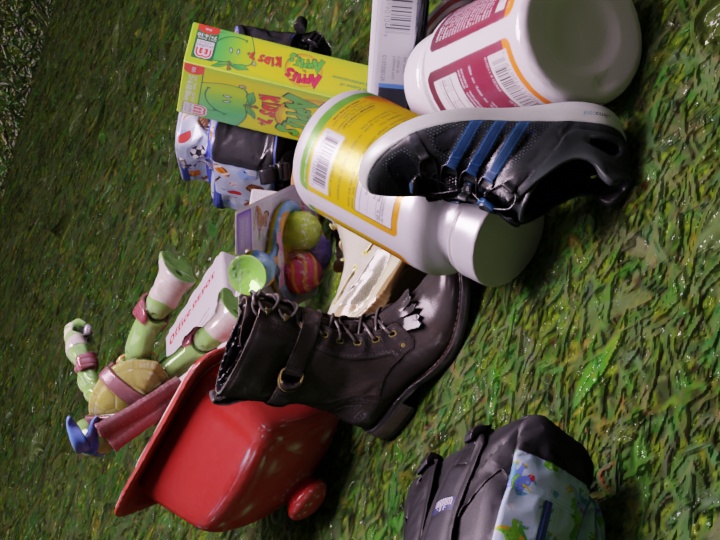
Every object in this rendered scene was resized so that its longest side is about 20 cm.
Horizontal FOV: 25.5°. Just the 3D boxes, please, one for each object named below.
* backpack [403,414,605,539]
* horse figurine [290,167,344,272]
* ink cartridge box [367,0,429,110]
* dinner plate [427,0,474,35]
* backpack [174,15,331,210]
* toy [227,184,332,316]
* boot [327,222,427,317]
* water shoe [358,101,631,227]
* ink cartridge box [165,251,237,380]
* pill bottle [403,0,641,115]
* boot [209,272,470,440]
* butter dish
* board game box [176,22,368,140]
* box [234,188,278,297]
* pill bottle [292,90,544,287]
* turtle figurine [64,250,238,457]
[{"bbox_3d":[0.081,0.220,1.025,0.163,0.154,0.200,-39,16,47],"label":"backpack"},{"bbox_3d":[-0.033,-0.074,1.593,0.200,0.050,0.133,-158,71,-68],"label":"horse figurine"},{"bbox_3d":[0.039,-0.243,1.422,0.200,0.043,0.199,-80,-5,-47],"label":"ink cartridge box"},{"bbox_3d":[0.074,-0.166,1.489,0.200,0.024,0.201,-50,29,41],"label":"dinner plate"},{"bbox_3d":[-0.122,-0.151,1.732,0.191,0.153,0.201,80,-158,-63],"label":"backpack"},{"bbox_3d":[-0.060,-0.014,1.461,0.200,0.047,0.116,-28,-61,-66],"label":"toy"},{"bbox_3d":[0.000,0.000,1.429,0.200,0.072,0.155,-54,37,20],"label":"boot"},{"bbox_3d":[0.098,-0.073,1.160,0.072,0.199,0.079,74,-173,-56],"label":"water shoe"},{"bbox_3d":[-0.137,0.104,1.660,0.145,0.084,0.200,-54,28,32],"label":"ink cartridge box"},{"bbox_3d":[0.122,-0.166,1.264,0.200,0.114,0.115,-13,60,63],"label":"pill bottle"},{"bbox_3d":[-0.017,0.051,1.317,0.200,0.174,0.069,-62,24,19],"label":"boot"},{"bbox_3d":[-0.092,0.166,1.442,0.148,0.200,0.200,40,116,21],"label":"butter dish"},{"bbox_3d":[-0.077,-0.178,1.581,0.102,0.199,0.048,114,168,-64],"label":"board game box"},{"bbox_3d":[-0.101,0.012,1.576,0.039,0.041,0.201,97,178,-57],"label":"box"},{"bbox_3d":[0.048,-0.063,1.282,0.200,0.111,0.111,30,100,40],"label":"pill bottle"},{"bbox_3d":[-0.195,0.076,1.485,0.194,0.144,0.200,-50,-16,17],"label":"turtle figurine"}]
